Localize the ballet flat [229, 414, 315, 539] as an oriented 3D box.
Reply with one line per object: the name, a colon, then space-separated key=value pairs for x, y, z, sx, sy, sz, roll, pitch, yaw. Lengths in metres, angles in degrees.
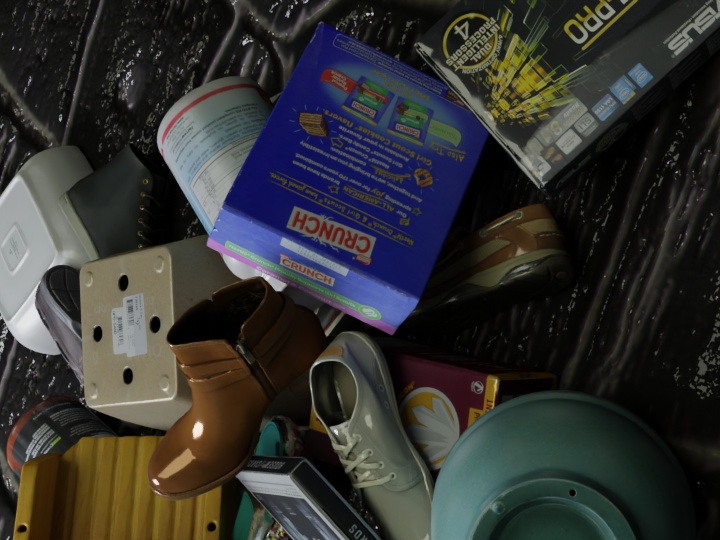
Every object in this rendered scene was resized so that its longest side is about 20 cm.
ballet flat: x=-0.073 y=0.206 z=1.218 sx=0.076 sy=0.064 sz=0.201 roll=-116 pitch=36 yaw=-43

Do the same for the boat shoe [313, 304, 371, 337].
boat shoe: x=0.000 y=0.000 z=1.178 sx=0.063 sy=0.071 sz=0.200 roll=42 pitch=111 yaw=24

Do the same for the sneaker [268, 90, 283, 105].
sneaker: x=-0.095 y=-0.140 z=1.277 sx=0.200 sy=0.074 sz=0.080 roll=-33 pitch=61 yaw=36

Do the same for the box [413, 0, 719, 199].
box: x=0.164 y=-0.179 z=1.001 sx=0.200 sy=0.049 sz=0.161 roll=-42 pitch=71 yaw=9

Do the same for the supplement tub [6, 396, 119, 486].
supplement tub: x=-0.284 y=0.223 z=1.403 sx=0.200 sy=0.107 sz=0.107 roll=33 pitch=109 yaw=39

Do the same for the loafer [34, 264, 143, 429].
loafer: x=-0.284 y=0.088 z=1.425 sx=0.200 sy=0.072 sz=0.063 roll=55 pitch=134 yaw=8

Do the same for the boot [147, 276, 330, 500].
boot: x=-0.116 y=0.095 z=1.061 sx=0.200 sy=0.155 sz=0.077 roll=-34 pitch=59 yaw=3

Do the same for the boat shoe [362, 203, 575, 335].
boat shoe: x=0.088 y=0.001 z=1.107 sx=0.199 sy=0.076 sz=0.074 roll=-21 pitch=66 yaw=33

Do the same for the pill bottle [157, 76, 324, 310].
pill bottle: x=-0.087 y=-0.062 z=1.146 sx=0.109 sy=0.109 sz=0.200 roll=-47 pitch=64 yaw=30

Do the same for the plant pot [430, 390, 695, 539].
plant pot: x=0.140 y=0.194 z=0.942 sx=0.199 sy=0.134 sz=0.201 roll=0 pitch=92 yaw=11

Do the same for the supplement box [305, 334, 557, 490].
supplement box: x=0.056 y=0.123 z=1.112 sx=0.199 sy=0.085 sz=0.111 roll=10 pitch=95 yaw=43

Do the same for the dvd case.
dvd case: x=-0.013 y=0.232 z=1.097 sx=0.200 sy=0.025 sz=0.150 roll=50 pitch=158 yaw=-10

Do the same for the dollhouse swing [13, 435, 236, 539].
dollhouse swing: x=-0.232 y=0.221 z=1.230 sx=0.199 sy=0.176 sz=0.183 roll=-2 pitch=66 yaw=7

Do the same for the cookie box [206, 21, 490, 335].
cookie box: x=-0.004 y=-0.075 z=1.066 sx=0.201 sy=0.171 sz=0.075 roll=-65 pitch=2 yaw=-31

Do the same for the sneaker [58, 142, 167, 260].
sneaker: x=-0.228 y=-0.037 z=1.392 sx=0.106 sy=0.075 sz=0.200 roll=-41 pitch=73 yaw=9

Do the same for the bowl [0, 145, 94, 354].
bowl: x=-0.367 y=-0.022 z=1.518 sx=0.200 sy=0.074 sz=0.200 roll=-47 pitch=60 yaw=31

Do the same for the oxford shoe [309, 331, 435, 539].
oxford shoe: x=0.008 y=0.147 z=1.053 sx=0.075 sy=0.058 sz=0.201 roll=-24 pitch=84 yaw=40

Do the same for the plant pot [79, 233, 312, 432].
plant pot: x=-0.153 y=0.056 z=1.247 sx=0.199 sy=0.177 sz=0.201 roll=-10 pitch=81 yaw=42
